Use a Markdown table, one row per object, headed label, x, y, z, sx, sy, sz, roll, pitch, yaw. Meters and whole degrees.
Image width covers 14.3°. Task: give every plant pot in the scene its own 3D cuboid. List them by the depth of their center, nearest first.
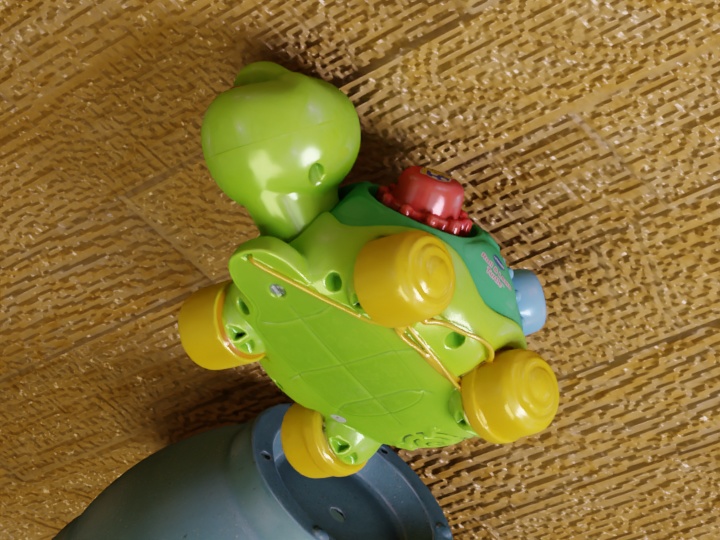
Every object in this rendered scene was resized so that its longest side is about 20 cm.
| label | x | y | z | sx | sy | sz | roll | pitch | yaw |
| --- | --- | --- | --- | --- | --- | --- | --- | --- | --- |
| plant pot | -0.038 | 0.150 | 1.390 | 0.200 | 0.200 | 0.134 | 34 | 116 | -11 |

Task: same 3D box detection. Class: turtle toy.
| label | x | y | z | sx | sy | sz | roll | pitch | yaw |
| --- | --- | --- | --- | --- | --- | --- | --- | --- | --- |
| turtle toy | 0.000 | 0.000 | 1.233 | 0.146 | 0.101 | 0.200 | -14 | 127 | 41 |
